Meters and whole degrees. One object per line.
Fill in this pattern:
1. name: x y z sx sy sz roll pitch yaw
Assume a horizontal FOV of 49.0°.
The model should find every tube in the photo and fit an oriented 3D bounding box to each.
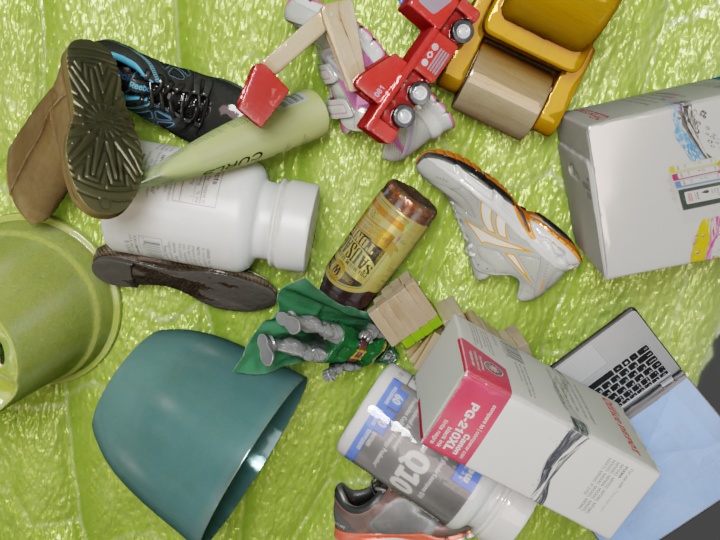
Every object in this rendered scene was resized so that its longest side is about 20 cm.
1. tube: -0.119 -0.115 0.737 0.052 0.200 0.058 45 144 23

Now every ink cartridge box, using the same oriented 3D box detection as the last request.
1. ink cartridge box: 0.302 -0.094 0.744 0.199 0.147 0.145 -11 105 6
2. ink cartridge box: 0.158 0.142 0.747 0.199 0.145 0.085 28 106 -6

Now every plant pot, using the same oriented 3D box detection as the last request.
1. plant pot: -0.174 0.154 0.819 0.161 0.201 0.201 32 105 6
2. plant pot: -0.370 0.058 0.802 0.199 0.184 0.202 1 106 3

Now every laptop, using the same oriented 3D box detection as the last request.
1. laptop: 0.277 0.178 0.831 0.187 0.116 0.200 -39 125 11

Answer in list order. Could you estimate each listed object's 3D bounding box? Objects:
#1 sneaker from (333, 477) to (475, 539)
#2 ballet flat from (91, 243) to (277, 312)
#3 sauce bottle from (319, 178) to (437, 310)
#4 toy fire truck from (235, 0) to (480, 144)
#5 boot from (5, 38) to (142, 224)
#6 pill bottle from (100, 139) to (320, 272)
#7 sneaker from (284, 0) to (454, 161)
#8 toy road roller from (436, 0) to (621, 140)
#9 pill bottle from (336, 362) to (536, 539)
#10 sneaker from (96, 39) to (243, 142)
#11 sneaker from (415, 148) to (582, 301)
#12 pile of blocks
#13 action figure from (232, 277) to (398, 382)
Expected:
1. sneaker: 0.061 0.260 0.893 0.199 0.077 0.082 -10 98 5
2. ballet flat: -0.186 0.001 0.850 0.199 0.047 0.068 10 139 -1
3. sauce bottle: 0.000 0.000 0.828 0.066 0.066 0.200 33 105 -6
4. toy fire truck: -0.003 -0.188 0.700 0.141 0.049 0.200 34 93 -16
5. boot: -0.276 -0.093 0.742 0.200 0.066 0.176 -32 60 45
6. pill bottle: -0.146 -0.059 0.794 0.199 0.114 0.115 10 106 0
7. sneaker: -0.004 -0.182 0.771 0.200 0.081 0.088 42 102 -8
8. toy road roller: 0.161 -0.222 0.717 0.122 0.146 0.201 24 105 -3
9. pill bottle: 0.085 0.197 0.833 0.199 0.114 0.114 32 105 7
10. sneaker: -0.192 -0.169 0.784 0.199 0.082 0.074 19 104 -3
11. sneaker: 0.126 -0.041 0.809 0.200 0.076 0.092 37 108 -6
12. pile of blocks: 0.095 0.068 0.837 0.199 0.062 0.082 28 105 -16
13. action figure: -0.022 0.073 0.801 0.118 0.200 0.055 -48 58 19
